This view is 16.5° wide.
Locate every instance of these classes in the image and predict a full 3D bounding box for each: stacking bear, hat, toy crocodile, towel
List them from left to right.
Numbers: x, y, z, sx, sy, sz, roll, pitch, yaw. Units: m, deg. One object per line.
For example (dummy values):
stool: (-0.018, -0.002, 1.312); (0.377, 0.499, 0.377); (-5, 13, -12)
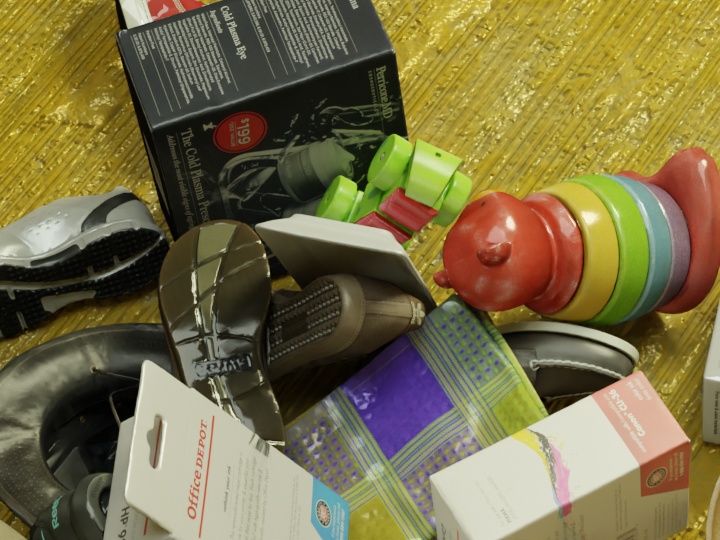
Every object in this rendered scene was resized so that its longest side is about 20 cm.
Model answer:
hat: (-0.168, 0.129, 1.728); (0.199, 0.081, 0.201); (7, 53, -9)
toy crocodile: (0.018, -0.039, 1.743); (0.067, 0.200, 0.062); (31, 59, -15)
towel: (0.025, 0.119, 1.689); (0.200, 0.023, 0.144); (-36, 54, 8)
stacking bear: (0.144, -0.016, 1.726); (0.199, 0.121, 0.114); (-5, 82, -35)

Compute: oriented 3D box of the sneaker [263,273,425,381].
sneaker: (-0.030, 0.046, 1.742); (0.075, 0.200, 0.071); (8, 80, -28)

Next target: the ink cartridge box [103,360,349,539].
ink cartridge box: (-0.097, 0.159, 1.585); (0.067, 0.200, 0.116); (-27, 41, 32)

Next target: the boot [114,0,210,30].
boot: (-0.113, -0.193, 1.966); (0.144, 0.073, 0.201); (-20, 62, -8)

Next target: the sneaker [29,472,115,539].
sneaker: (-0.134, 0.217, 1.625); (0.079, 0.200, 0.075); (-29, 17, 32)

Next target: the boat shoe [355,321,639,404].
boat shoe: (0.094, 0.074, 1.743); (0.200, 0.072, 0.061); (2, 59, 18)

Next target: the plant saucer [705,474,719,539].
plant saucer: (0.326, 0.178, 1.623); (0.199, 0.035, 0.201); (-3, 77, 11)

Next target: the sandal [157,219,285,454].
sandal: (-0.093, 0.060, 1.718); (0.081, 0.055, 0.201); (-8, 67, -13)

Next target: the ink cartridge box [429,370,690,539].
ink cartridge box: (0.113, 0.160, 1.623); (0.199, 0.117, 0.068); (-26, 56, -12)

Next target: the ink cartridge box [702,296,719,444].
ink cartridge box: (0.345, 0.054, 1.714); (0.199, 0.084, 0.145); (9, 55, 13)

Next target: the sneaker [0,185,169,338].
sneaker: (-0.244, -0.007, 1.853); (0.199, 0.074, 0.080); (-14, 39, -9)

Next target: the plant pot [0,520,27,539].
plant pot: (-0.278, 0.226, 1.618); (0.134, 0.201, 0.201); (-1, 50, -21)

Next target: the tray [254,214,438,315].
tray: (0.000, 0.000, 1.729); (0.107, 0.200, 0.022); (10, 76, 14)

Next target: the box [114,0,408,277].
box: (-0.063, -0.100, 1.807); (0.181, 0.200, 0.104); (-19, 52, -6)
